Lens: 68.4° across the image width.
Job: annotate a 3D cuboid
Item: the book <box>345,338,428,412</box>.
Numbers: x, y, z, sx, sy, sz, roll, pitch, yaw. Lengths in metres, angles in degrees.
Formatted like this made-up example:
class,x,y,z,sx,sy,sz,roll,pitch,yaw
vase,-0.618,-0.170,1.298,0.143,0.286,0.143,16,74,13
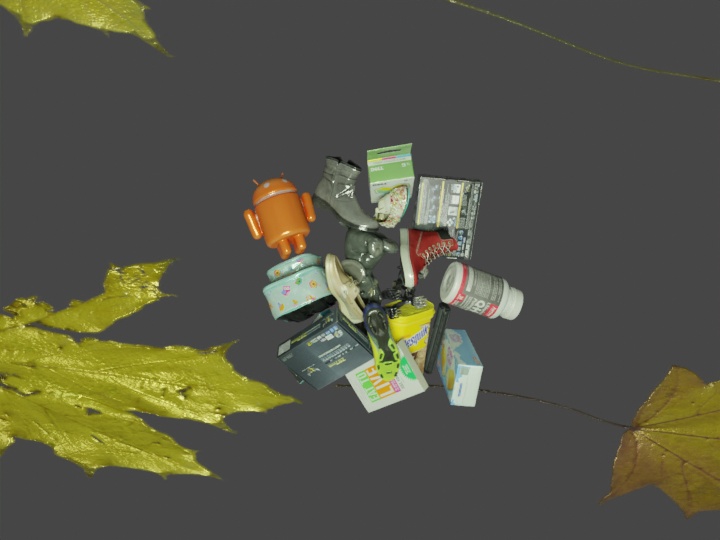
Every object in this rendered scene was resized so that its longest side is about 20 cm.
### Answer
class,x,y,z,sx,sy,sz,roll,pitch,yaw
book,0.064,0.273,1.356,0.199,0.048,0.135,-33,86,37

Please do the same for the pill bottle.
class,x,y,z,sx,sy,sz,roll,pitch,yaw
pill bottle,0.316,0.058,1.378,0.196,0.111,0.112,19,107,-9

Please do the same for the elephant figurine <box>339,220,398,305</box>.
class,x,y,z,sx,sy,sz,roll,pitch,yaw
elephant figurine,0.000,0.000,1.329,0.140,0.155,0.203,13,109,-39

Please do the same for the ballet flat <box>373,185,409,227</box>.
class,x,y,z,sx,sy,sz,roll,pitch,yaw
ballet flat,0.068,-0.144,1.259,0.062,0.200,0.077,1,76,-6

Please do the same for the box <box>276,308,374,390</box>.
class,x,y,z,sx,sy,sz,roll,pitch,yaw
box,-0.084,0.200,1.311,0.198,0.051,0.158,-31,124,21

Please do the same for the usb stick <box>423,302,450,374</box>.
class,x,y,z,sx,sy,sz,roll,pitch,yaw
usb stick,0.206,0.184,1.445,0.032,0.056,0.204,9,108,-7

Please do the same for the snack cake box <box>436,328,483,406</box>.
class,x,y,z,sx,sy,sz,roll,pitch,yaw
snack cake box,0.257,0.250,1.393,0.066,0.200,0.117,5,109,-4

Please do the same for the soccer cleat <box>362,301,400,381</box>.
class,x,y,z,sx,sy,sz,roll,pitch,yaw
soccer cleat,0.052,0.169,1.278,0.063,0.084,0.204,-15,109,-2

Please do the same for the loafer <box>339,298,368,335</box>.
class,x,y,z,sx,sy,sz,roll,pitch,yaw
loafer,-0.016,0.148,1.410,0.072,0.071,0.204,14,90,37

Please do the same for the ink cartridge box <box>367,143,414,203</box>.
class,x,y,z,sx,sy,sz,roll,pitch,yaw
ink cartridge box,0.069,-0.219,1.226,0.102,0.200,0.061,-8,79,0

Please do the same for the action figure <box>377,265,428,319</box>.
class,x,y,z,sx,sy,sz,roll,pitch,yaw
action figure,0.122,0.041,1.312,0.100,0.200,0.121,4,118,29

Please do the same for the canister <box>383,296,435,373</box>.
class,x,y,z,sx,sy,sz,roll,pitch,yaw
canister,0.118,0.187,1.404,0.147,0.086,0.204,-13,117,-39

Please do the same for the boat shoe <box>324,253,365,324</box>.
class,x,y,z,sx,sy,sz,roll,pitch,yaw
boat shoe,-0.031,0.043,1.262,0.064,0.073,0.203,-11,121,15

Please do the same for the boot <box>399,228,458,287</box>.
class,x,y,z,sx,sy,sz,roll,pitch,yaw
boot,0.162,-0.035,1.244,0.141,0.202,0.073,1,127,4

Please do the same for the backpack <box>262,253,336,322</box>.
class,x,y,z,sx,sy,sz,roll,pitch,yaw
backpack,-0.148,0.046,1.305,0.173,0.200,0.156,-21,90,6

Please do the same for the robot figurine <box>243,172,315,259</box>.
class,x,y,z,sx,sy,sz,roll,pitch,yaw
robot figurine,-0.192,-0.133,1.268,0.142,0.116,0.204,-22,83,22

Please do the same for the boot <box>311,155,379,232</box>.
class,x,y,z,sx,sy,sz,roll,pitch,yaw
boot,-0.024,-0.186,1.267,0.198,0.070,0.133,30,109,15

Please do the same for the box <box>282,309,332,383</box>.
class,x,y,z,sx,sy,sz,roll,pitch,yaw
box,-0.122,0.202,1.399,0.082,0.049,0.201,47,118,13

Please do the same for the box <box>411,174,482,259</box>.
class,x,y,z,sx,sy,sz,roll,pitch,yaw
box,0.213,-0.134,1.341,0.158,0.049,0.204,3,109,-5
